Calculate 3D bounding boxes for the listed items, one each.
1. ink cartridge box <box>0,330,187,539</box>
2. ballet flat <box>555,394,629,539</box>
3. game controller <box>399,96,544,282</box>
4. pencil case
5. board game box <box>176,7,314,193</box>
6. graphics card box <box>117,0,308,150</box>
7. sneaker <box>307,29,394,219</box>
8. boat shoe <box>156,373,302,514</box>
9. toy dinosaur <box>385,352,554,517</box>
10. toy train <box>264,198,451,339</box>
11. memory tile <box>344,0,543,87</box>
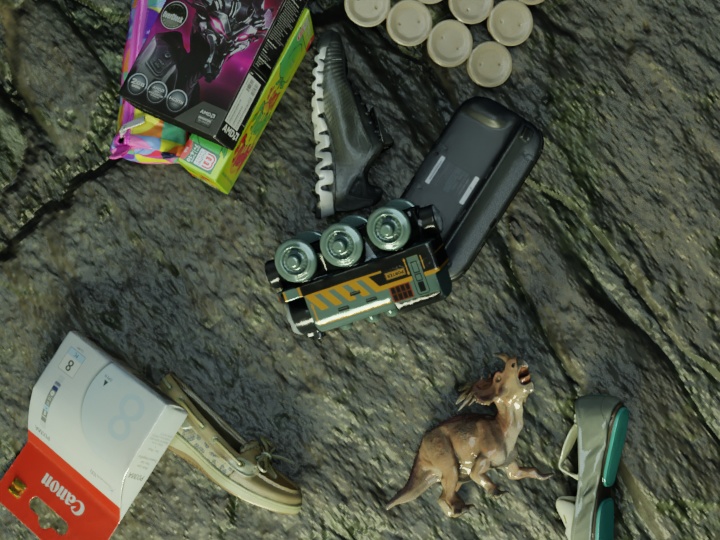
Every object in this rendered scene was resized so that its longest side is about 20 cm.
[{"bbox_3d":[-0.292,0.185,1.222,0.160,0.047,0.200,31,86,30],"label":"ink cartridge box"},{"bbox_3d":[0.237,0.229,1.240,0.064,0.067,0.200,6,85,29],"label":"ballet flat"},{"bbox_3d":[0.110,-0.089,1.272,0.104,0.042,0.200,32,87,17],"label":"game controller"},{"bbox_3d":[-0.214,-0.208,1.256,0.088,0.088,0.200,6,84,2],"label":"pencil case"},{"bbox_3d":[-0.118,-0.184,1.246,0.048,0.102,0.200,28,87,2],"label":"board game box"},{"bbox_3d":[-0.141,-0.233,1.179,0.125,0.051,0.200,26,87,20],"label":"graphics card box"},{"bbox_3d":[-0.010,-0.156,1.263,0.090,0.066,0.200,-2,90,-2],"label":"sneaker"},{"bbox_3d":[-0.140,0.185,1.237,0.200,0.073,0.063,32,90,4],"label":"boat shoe"},{"bbox_3d":[0.111,0.177,1.233,0.200,0.086,0.136,-27,75,16],"label":"toy dinosaur"},{"bbox_3d":[0.000,0.000,1.230,0.200,0.085,0.114,-19,95,16],"label":"toy train"},{"bbox_3d":[0.096,-0.299,1.268,0.200,0.017,0.153,25,93,-10],"label":"memory tile"}]
